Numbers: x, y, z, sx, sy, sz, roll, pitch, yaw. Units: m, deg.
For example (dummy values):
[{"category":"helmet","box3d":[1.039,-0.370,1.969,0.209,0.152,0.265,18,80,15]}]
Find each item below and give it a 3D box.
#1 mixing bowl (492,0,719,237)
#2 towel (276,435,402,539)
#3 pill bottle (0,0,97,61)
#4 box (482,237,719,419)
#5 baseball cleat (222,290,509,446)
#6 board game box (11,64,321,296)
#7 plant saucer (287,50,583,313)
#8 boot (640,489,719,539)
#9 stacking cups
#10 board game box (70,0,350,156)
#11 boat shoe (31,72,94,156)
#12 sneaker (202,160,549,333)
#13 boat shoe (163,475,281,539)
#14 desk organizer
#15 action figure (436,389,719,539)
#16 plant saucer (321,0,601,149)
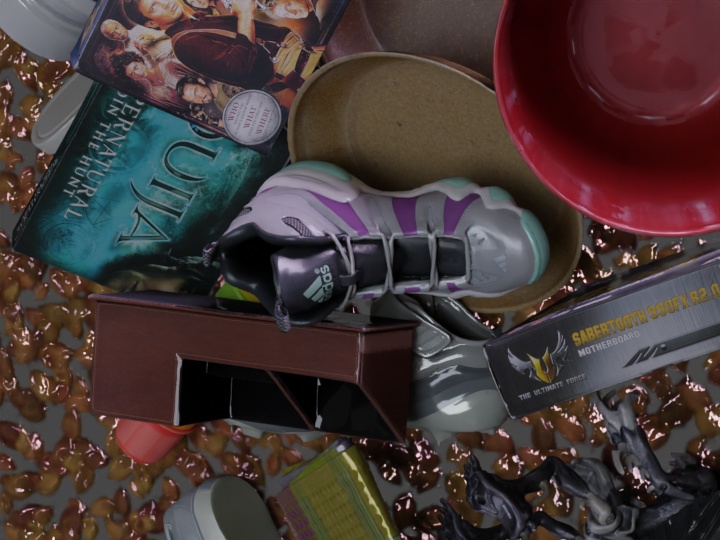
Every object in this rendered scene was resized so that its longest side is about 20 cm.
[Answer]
[{"category":"mixing bowl","box3d":[0.173,-0.128,1.371,0.200,0.108,0.200,0,104,1]},{"category":"towel","box3d":[0.014,0.204,1.550,0.200,0.023,0.144,60,154,6]},{"category":"pill bottle","box3d":[-0.150,-0.231,1.531,0.200,0.114,0.114,-40,81,28]},{"category":"box","box3d":[0.190,0.017,1.380,0.200,0.158,0.048,-20,93,30]},{"category":"baseball cleat","box3d":[0.000,0.057,1.539,0.200,0.070,0.107,-1,109,17]},{"category":"board game box","box3d":[-0.122,-0.071,1.553,0.135,0.028,0.200,22,118,-19]},{"category":"plant saucer","box3d":[0.051,-0.061,1.470,0.200,0.035,0.200,20,139,19]},{"category":"boot","box3d":[0.205,0.197,1.412,0.198,0.162,0.073,-30,63,17]},{"category":"stacking cups","box3d":[-0.096,0.054,1.591,0.061,0.061,0.200,46,117,12]},{"category":"board game box","box3d":[-0.072,-0.184,1.455,0.135,0.035,0.200,23,109,-17]},{"category":"boat shoe","box3d":[-0.125,-0.133,1.569,0.200,0.074,0.060,-43,121,12]},{"category":"sneaker","box3d":[0.000,0.000,1.421,0.200,0.140,0.078,7,119,31]},{"category":"boat shoe","box3d":[-0.074,0.238,1.622,0.071,0.070,0.201,-27,83,39]},{"category":"desk organizer","box3d":[-0.069,0.061,1.499,0.200,0.072,0.077,6,95,29]},{"category":"action figure","box3d":[0.152,0.130,1.447,0.119,0.200,0.102,106,154,-45]},{"category":"plant saucer","box3d":[0.060,-0.176,1.478,0.200,0.037,0.201,5,102,26]}]
